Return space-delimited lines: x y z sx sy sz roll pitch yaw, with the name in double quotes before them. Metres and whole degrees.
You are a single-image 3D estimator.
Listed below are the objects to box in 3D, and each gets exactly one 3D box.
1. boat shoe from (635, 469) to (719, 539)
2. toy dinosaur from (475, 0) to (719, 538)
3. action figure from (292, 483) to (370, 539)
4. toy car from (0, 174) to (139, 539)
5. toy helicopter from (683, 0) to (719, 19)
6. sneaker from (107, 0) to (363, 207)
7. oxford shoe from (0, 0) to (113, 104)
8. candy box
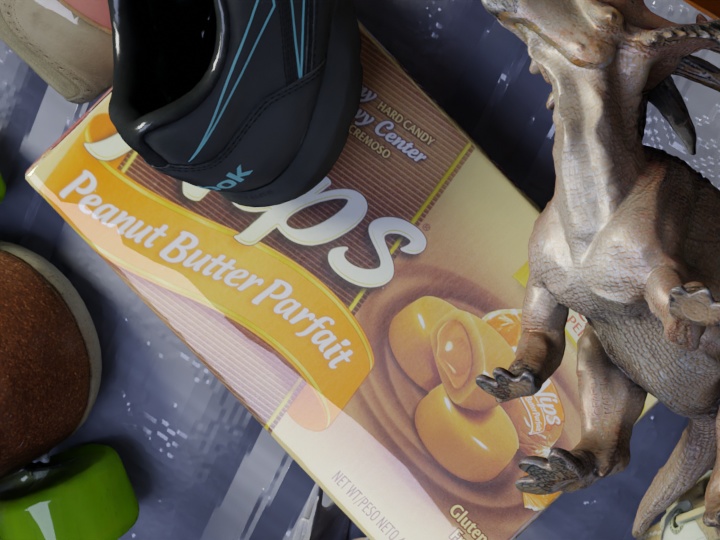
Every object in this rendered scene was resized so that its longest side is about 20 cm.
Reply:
"boat shoe" 0.143 0.079 0.831 0.201 0.073 0.063 149 126 -69
"toy dinosaur" 0.096 -0.004 0.792 0.086 0.136 0.200 1 139 25
"action figure" 0.033 0.147 0.945 0.200 0.069 0.130 15 122 25
"toy car" -0.201 0.064 0.949 0.158 0.200 0.164 -15 104 31
"toy helicopter" 0.082 -0.149 0.800 0.200 0.079 0.132 31 132 25
"sneaker" -0.032 -0.121 0.803 0.075 0.079 0.200 4 88 39
"oxford shoe" -0.153 -0.136 0.917 0.200 0.070 0.075 45 129 5
"candy box" 0.000 0.000 0.877 0.115 0.055 0.200 -44 87 4
